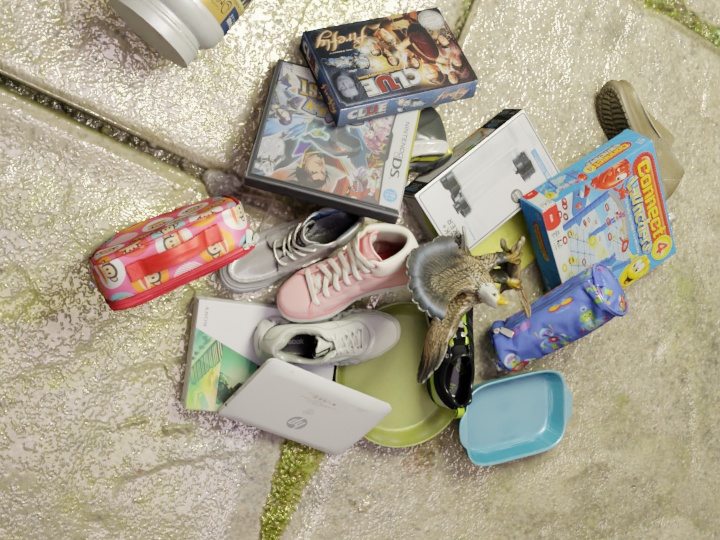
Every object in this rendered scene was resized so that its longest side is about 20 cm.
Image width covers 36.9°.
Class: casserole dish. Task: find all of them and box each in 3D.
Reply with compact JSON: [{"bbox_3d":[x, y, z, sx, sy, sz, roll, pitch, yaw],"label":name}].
[{"bbox_3d":[0.214,0.205,1.535,0.198,0.039,0.123,-9,104,-27],"label":"casserole dish"}]

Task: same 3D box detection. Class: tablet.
[{"bbox_3d":[-0.071,0.183,1.408,0.198,0.014,0.130,25,127,-30],"label":"tablet"}]

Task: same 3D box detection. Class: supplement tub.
[{"bbox_3d":[-0.194,-0.360,1.298,0.144,0.144,0.201,40,83,-18],"label":"supplement tub"}]

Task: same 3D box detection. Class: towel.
[{"bbox_3d":[0.229,-0.055,1.540,0.199,0.018,0.086,-38,100,-10],"label":"towel"}]

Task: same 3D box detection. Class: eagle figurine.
[{"bbox_3d":[0.126,0.028,1.361,0.198,0.151,0.153,-27,86,-21],"label":"eagle figurine"}]

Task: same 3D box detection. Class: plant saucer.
[{"bbox_3d":[0.055,0.142,1.494,0.197,0.031,0.203,-2,96,-19],"label":"plant saucer"}]

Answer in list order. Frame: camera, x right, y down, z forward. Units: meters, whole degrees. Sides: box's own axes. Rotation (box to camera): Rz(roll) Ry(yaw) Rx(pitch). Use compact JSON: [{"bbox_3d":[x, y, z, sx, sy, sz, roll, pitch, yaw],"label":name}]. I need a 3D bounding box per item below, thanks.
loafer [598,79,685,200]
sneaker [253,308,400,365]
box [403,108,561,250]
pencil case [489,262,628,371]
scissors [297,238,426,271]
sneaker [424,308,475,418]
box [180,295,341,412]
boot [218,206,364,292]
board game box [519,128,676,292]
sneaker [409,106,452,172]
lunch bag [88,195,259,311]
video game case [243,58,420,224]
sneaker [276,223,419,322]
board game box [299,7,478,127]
[{"bbox_3d":[0.407,-0.193,1.557,0.067,0.076,0.201,-35,114,-14],"label":"loafer"},{"bbox_3d":[-0.035,0.093,1.398,0.197,0.081,0.076,-6,96,-20],"label":"sneaker"},{"bbox_3d":[0.166,-0.118,1.486,0.199,0.060,0.117,-37,109,-11],"label":"box"},{"bbox_3d":[0.265,0.066,1.479,0.199,0.079,0.086,-32,139,29],"label":"pencil case"},{"bbox_3d":[0.000,0.000,1.472,0.197,0.014,0.074,-7,96,-19],"label":"scissors"},{"bbox_3d":[0.133,0.096,1.456,0.071,0.083,0.203,-5,97,-18],"label":"sneaker"},{"bbox_3d":[-0.131,0.117,1.427,0.197,0.036,0.147,7,93,-18],"label":"box"},{"bbox_3d":[-0.088,-0.037,1.386,0.198,0.096,0.074,-27,87,-17],"label":"boot"},{"bbox_3d":[0.338,-0.061,1.521,0.195,0.056,0.202,-32,124,-12],"label":"board game box"},{"bbox_3d":[0.022,-0.175,1.438,0.197,0.075,0.086,-1,68,-11],"label":"sneaker"},{"bbox_3d":[-0.227,-0.025,1.306,0.198,0.176,0.083,-25,102,-14],"label":"lunch bag"},{"bbox_3d":[-0.031,-0.166,1.370,0.197,0.026,0.183,14,65,-3],"label":"video game case"},{"bbox_3d":[-0.017,-0.004,1.349,0.198,0.105,0.076,-17,63,-1],"label":"sneaker"},{"bbox_3d":[0.037,-0.266,1.397,0.198,0.035,0.137,-15,63,-20],"label":"board game box"}]
